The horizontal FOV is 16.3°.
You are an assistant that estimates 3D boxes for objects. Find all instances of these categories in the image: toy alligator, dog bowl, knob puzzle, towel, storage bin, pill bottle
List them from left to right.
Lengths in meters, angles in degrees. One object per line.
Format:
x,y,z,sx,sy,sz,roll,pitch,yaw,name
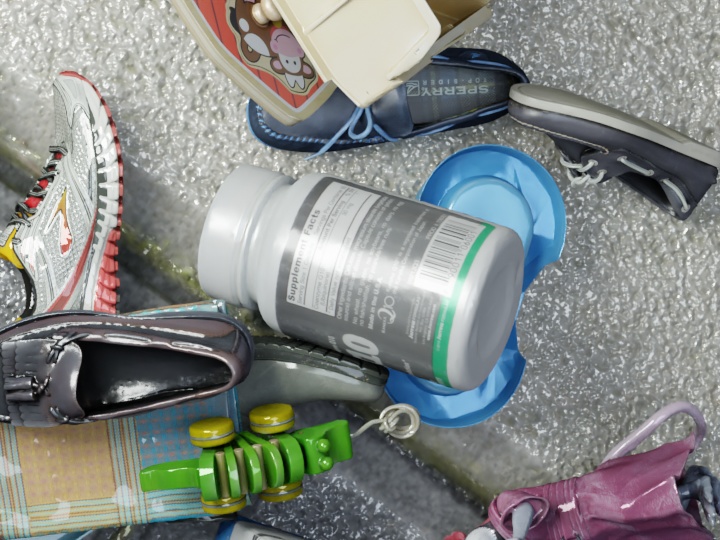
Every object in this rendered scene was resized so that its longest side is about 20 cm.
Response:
-0.177,0.103,1.673,0.199,0.022,0.148,-8,104,0,towel
-0.061,-0.193,1.654,0.219,0.030,0.221,31,47,-40,knob puzzle
-0.045,0.121,1.653,0.199,0.054,0.060,-11,105,-16,toy alligator
0.000,0.000,1.680,0.199,0.113,0.114,17,87,19,pill bottle
0.008,-0.231,1.654,0.093,0.200,0.199,-30,96,28,storage bin
0.072,0.010,1.770,0.111,0.050,0.201,18,88,-14,dog bowl

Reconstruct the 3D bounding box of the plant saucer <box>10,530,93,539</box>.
-0.257,0.109,1.704,0.070,0.019,0.201,-35,99,-11,plant saucer

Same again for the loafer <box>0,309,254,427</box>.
-0.168,0.064,1.621,0.199,0.063,0.072,-7,105,1,loafer

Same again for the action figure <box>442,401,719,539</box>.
0.151,0.165,1.769,0.199,0.134,0.150,-12,53,12,action figure

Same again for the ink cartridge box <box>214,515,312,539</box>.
-0.019,0.232,1.676,0.144,0.200,0.085,20,87,-14,ink cartridge box

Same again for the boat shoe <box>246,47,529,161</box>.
0.020,-0.128,1.741,0.199,0.069,0.085,-14,95,-14,boat shoe

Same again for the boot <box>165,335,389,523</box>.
-0.083,0.110,1.720,0.199,0.068,0.132,6,94,3,boot

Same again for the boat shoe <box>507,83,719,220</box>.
0.175,-0.080,1.761,0.199,0.073,0.063,15,103,-40,boat shoe

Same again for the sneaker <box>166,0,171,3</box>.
-0.112,-0.214,1.691,0.199,0.093,0.071,26,86,-14,sneaker

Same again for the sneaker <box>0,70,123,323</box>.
-0.202,-0.033,1.682,0.082,0.078,0.201,3,91,-13,sneaker
